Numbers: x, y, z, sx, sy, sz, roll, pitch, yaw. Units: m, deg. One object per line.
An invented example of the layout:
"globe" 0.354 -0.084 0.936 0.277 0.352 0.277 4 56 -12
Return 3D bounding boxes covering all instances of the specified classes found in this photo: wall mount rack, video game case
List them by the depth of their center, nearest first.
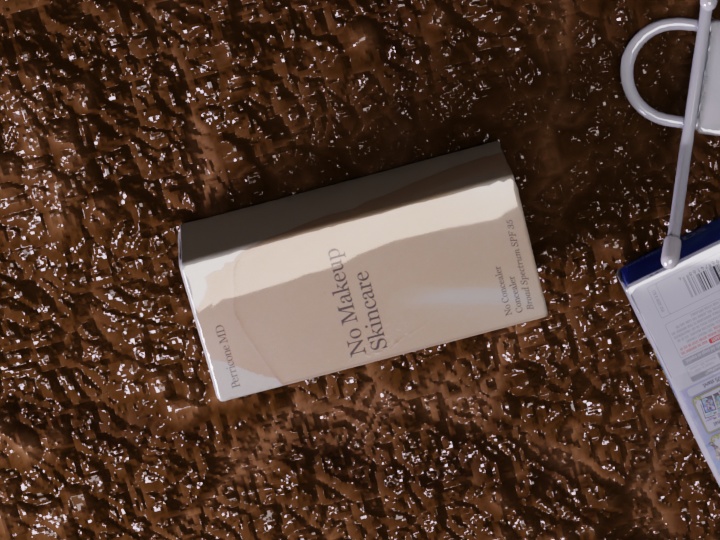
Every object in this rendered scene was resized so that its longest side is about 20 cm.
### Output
"wall mount rack" 0.244 -0.079 1.591 0.199 0.075 0.174 8 89 6
"video game case" 0.282 0.038 1.671 0.200 0.045 0.182 -26 105 5

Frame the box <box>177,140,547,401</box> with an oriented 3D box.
"box" 0.000 0.000 1.624 0.199 0.078 0.095 -16 108 1
